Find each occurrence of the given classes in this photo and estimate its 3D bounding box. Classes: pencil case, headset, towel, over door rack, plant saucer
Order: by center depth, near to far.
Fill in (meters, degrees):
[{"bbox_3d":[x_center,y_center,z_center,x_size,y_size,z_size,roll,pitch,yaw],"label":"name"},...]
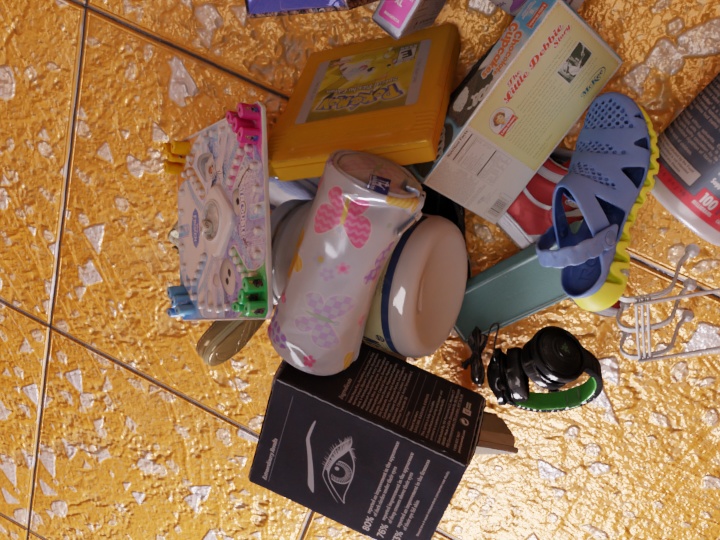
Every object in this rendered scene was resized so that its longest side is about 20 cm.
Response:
[{"bbox_3d":[-0.016,-0.005,0.628,0.089,0.084,0.202,16,117,-15],"label":"pencil case"},{"bbox_3d":[0.359,0.037,0.705,0.197,0.068,0.148,-1,149,23],"label":"over door rack"},{"bbox_3d":[0.169,0.021,0.764,0.199,0.019,0.070,-31,98,40],"label":"plant saucer"},{"bbox_3d":[-0.062,-0.097,0.786,0.197,0.146,0.024,1,76,31],"label":"towel"},{"bbox_3d":[0.192,0.122,0.802,0.199,0.095,0.123,33,136,-30],"label":"headset"}]

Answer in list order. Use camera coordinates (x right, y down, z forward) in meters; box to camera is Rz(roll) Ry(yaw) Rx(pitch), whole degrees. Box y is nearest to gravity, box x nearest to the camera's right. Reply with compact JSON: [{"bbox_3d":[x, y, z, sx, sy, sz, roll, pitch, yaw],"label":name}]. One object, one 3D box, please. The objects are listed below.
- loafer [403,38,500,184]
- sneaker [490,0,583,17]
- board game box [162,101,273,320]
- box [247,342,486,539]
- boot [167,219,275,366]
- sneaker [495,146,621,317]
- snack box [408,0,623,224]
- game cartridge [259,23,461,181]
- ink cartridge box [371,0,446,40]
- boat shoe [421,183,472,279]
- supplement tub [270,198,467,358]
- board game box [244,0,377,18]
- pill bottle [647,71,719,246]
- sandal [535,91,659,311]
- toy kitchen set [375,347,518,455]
[{"bbox_3d":[0.112,-0.150,0.725,0.069,0.075,0.200,41,105,-11],"label":"loafer"},{"bbox_3d":[0.176,-0.319,0.615,0.113,0.073,0.202,13,122,-22],"label":"sneaker"},{"bbox_3d":[-0.153,-0.051,0.724,0.199,0.026,0.204,-6,85,53],"label":"board game box"},{"bbox_3d":[0.004,0.168,0.709,0.197,0.105,0.150,24,123,7],"label":"box"},{"bbox_3d":[-0.175,0.007,0.852,0.154,0.201,0.073,33,139,3],"label":"boot"},{"bbox_3d":[0.231,-0.047,0.750,0.200,0.071,0.113,43,124,-1],"label":"sneaker"},{"bbox_3d":[0.148,-0.150,0.680,0.115,0.037,0.201,22,113,-38],"label":"snack box"},{"bbox_3d":[0.004,-0.169,0.703,0.173,0.202,0.033,-5,133,21],"label":"game cartridge"},{"bbox_3d":[0.089,-0.314,0.647,0.042,0.119,0.201,37,121,2],"label":"ink cartridge box"},{"bbox_3d":[0.090,-0.026,0.816,0.073,0.062,0.203,4,117,16],"label":"boat shoe"},{"bbox_3d":[0.000,0.000,0.757,0.197,0.145,0.147,14,119,31],"label":"supplement tub"},{"bbox_3d":[-0.030,-0.325,0.637,0.095,0.200,0.162,3,115,19],"label":"board game box"},{"bbox_3d":[0.360,-0.131,0.634,0.119,0.120,0.201,37,121,0],"label":"pill bottle"},{"bbox_3d":[0.213,-0.068,0.648,0.079,0.086,0.204,2,80,58],"label":"sandal"},{"bbox_3d":[0.102,0.121,0.844,0.198,0.184,0.162,17,160,-30],"label":"toy kitchen set"}]
